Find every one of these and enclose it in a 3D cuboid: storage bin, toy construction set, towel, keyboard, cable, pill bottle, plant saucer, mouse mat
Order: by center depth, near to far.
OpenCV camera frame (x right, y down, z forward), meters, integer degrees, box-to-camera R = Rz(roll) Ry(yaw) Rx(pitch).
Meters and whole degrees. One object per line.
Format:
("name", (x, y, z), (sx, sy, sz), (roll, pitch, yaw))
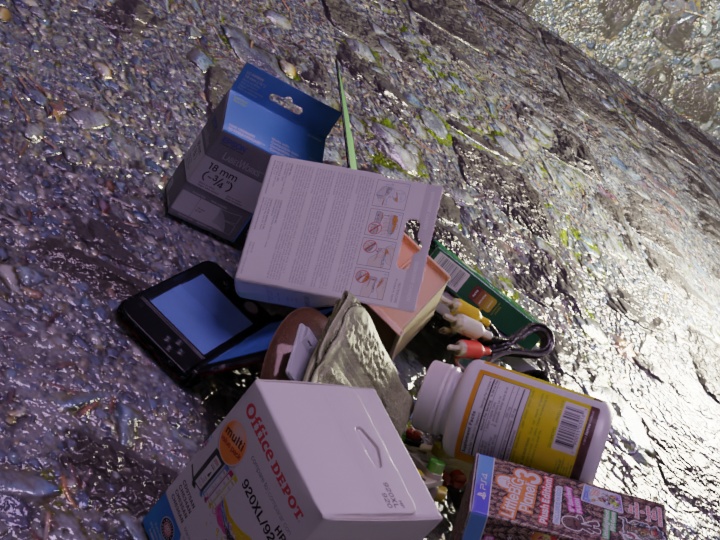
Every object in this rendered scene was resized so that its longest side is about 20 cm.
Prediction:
("towel", (-0.005, 0.134, 1.204), (0.149, 0.036, 0.200), (-64, 146, -34))
("keyboard", (-0.029, 0.131, 1.209), (0.200, 0.011, 0.056), (60, 43, -47))
("plant saucer", (-0.042, 0.138, 1.230), (0.036, 0.201, 0.200), (1, 15, 24))
("pill bottle", (0.160, 0.163, 1.287), (0.199, 0.110, 0.109), (18, 24, 13))
("toy construction set", (0.091, 0.235, 1.332), (0.200, 0.092, 0.131), (30, 5, -33))
("storage bin", (0.000, 0.000, 1.454), (0.198, 0.094, 0.200), (43, -12, 9))
("mouse mat", (-0.012, -0.144, 1.495), (0.200, 0.007, 0.162), (79, 4, -66))
("cable", (0.177, 0.093, 1.523), (0.199, 0.050, 0.098), (11, 61, -30))

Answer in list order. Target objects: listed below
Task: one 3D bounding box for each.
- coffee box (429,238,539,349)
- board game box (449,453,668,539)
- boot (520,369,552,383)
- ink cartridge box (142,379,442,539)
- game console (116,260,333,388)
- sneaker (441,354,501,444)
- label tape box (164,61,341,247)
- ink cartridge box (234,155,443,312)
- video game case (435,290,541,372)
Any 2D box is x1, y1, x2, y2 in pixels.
("coffee box", (0.173, 0.035, 1.748), (0.200, 0.044, 0.123), (38, 5, -5))
("board game box", (0.189, 0.298, 1.217), (0.199, 0.160, 0.097), (15, 28, 3))
("boot", (0.231, 0.183, 1.531), (0.158, 0.079, 0.211), (60, 20, -22))
("ink cartridge box", (-0.063, 0.214, 1.052), (0.144, 0.200, 0.147), (10, 39, -45))
("game console", (-0.132, 0.039, 1.318), (0.172, 0.119, 0.200), (44, 27, 7))
("sneaker", (0.116, 0.171, 1.508), (0.082, 0.074, 0.200), (13, 30, 13))
("label tape box", (-0.129, -0.132, 1.483), (0.144, 0.200, 0.063), (25, 27, -26))
("ink cartridge box", (-0.022, -0.033, 1.319), (0.199, 0.050, 0.162), (11, 65, 7))
("video game case", (0.148, 0.068, 1.642), (0.200, 0.023, 0.182), (37, 5, -17))
